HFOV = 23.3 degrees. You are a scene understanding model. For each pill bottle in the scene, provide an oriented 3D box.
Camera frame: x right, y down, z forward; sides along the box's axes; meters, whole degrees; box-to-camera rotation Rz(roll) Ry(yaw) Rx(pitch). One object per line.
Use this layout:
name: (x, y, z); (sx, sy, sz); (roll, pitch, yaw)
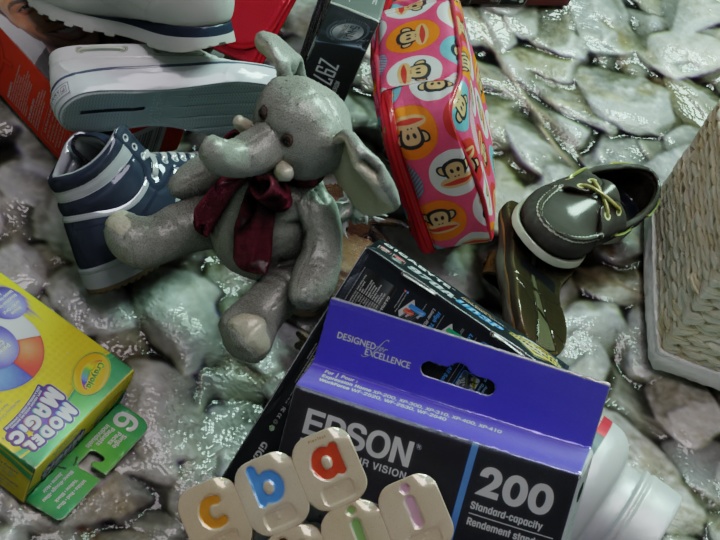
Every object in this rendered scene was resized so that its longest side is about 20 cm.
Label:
pill bottle: (0.123, 0.140, 1.246); (0.199, 0.120, 0.120); (34, 45, 7)

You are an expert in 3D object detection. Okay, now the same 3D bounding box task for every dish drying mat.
dish drying mat: (-0.148, -0.234, 1.384); (0.199, 0.018, 0.077); (27, 86, 15)

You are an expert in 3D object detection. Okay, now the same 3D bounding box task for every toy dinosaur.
toy dinosaur: (0.000, 0.000, 1.337); (0.135, 0.086, 0.200); (-23, 64, -39)

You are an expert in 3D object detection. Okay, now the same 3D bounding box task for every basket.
basket: (0.356, -0.012, 1.460); (0.197, 0.161, 0.201); (16, 44, -9)

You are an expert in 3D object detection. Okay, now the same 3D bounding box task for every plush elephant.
plush elephant: (-0.059, -0.063, 1.194); (0.199, 0.155, 0.165); (-28, 53, -26)

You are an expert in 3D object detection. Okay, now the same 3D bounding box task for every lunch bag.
lunch bag: (0.067, -0.115, 1.425); (0.081, 0.177, 0.201); (-12, 40, 12)

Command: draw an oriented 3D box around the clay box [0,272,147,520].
clay box: (-0.247, 0.070, 1.188); (0.199, 0.048, 0.115); (34, 46, 8)

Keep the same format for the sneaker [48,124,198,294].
sneaker: (-0.150, -0.075, 1.313); (0.200, 0.070, 0.109); (-38, 112, -40)

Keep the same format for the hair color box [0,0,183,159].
hair color box: (-0.236, -0.167, 1.392); (0.101, 0.061, 0.200); (-29, 66, -40)

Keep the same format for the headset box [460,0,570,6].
headset box: (0.124, -0.334, 1.695); (0.199, 0.075, 0.149); (-4, 53, -27)

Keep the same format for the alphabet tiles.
alphabet tiles: (-0.028, 0.209, 1.097); (0.199, 0.015, 0.197); (-23, 83, 0)

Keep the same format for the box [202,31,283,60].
box: (-0.168, -0.241, 1.453); (0.200, 0.075, 0.100); (45, 10, 14)

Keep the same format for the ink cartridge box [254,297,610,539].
ink cartridge box: (0.042, 0.141, 1.134); (0.197, 0.201, 0.043); (16, 9, 10)

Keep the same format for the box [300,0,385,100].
box: (-0.013, -0.219, 1.471); (0.043, 0.161, 0.201); (20, 45, -7)

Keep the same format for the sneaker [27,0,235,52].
sneaker: (-0.174, -0.222, 1.326); (0.199, 0.081, 0.076); (14, 27, 31)

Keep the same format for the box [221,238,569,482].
box: (0.021, 0.105, 1.179); (0.159, 0.201, 0.046); (33, 13, 7)

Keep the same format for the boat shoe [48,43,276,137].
boat shoe: (-0.139, -0.149, 1.327); (0.199, 0.074, 0.067); (-1, 56, -27)

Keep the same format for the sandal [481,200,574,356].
sandal: (0.130, 0.012, 1.404); (0.082, 0.055, 0.201); (39, 30, -22)

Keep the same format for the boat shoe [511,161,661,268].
boat shoe: (0.190, -0.053, 1.443); (0.072, 0.061, 0.201); (53, 29, 10)
